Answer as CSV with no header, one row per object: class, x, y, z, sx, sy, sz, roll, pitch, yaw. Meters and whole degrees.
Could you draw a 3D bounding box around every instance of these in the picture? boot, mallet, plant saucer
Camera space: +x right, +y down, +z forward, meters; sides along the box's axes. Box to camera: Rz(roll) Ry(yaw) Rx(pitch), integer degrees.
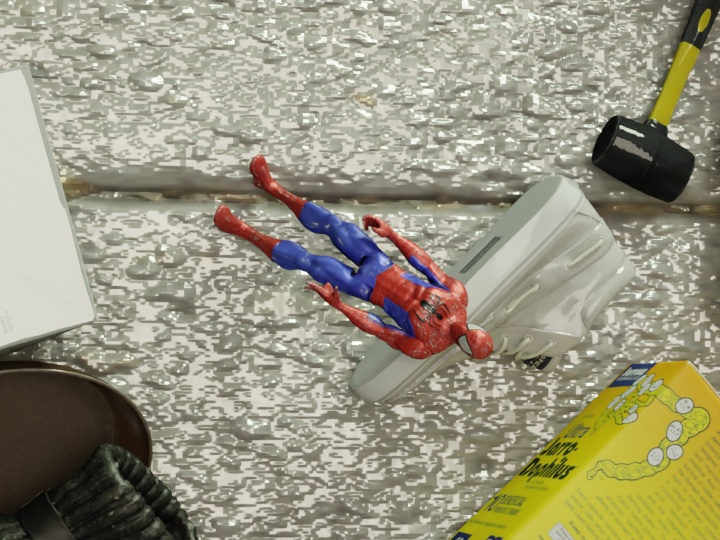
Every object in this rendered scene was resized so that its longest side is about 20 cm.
boot,-0.204,0.158,1.315,0.157,0.211,0.080,-30,61,16
mallet,0.229,-0.140,1.531,0.066,0.041,0.201,34,76,-10
plant saucer,-0.224,0.119,1.350,0.199,0.201,0.032,-15,48,-14
boot,0.092,0.037,1.469,0.200,0.074,0.096,-43,105,-5

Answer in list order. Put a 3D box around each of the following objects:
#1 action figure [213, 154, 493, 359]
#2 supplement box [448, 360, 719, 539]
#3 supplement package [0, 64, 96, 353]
action figure,0.000,0.000,1.415,0.199,0.052,0.066,32,74,17
supplement box,0.159,0.164,1.458,0.200,0.109,0.110,-42,97,-13
supplement package,-0.254,-0.017,1.319,0.151,0.200,0.152,-16,90,-14
